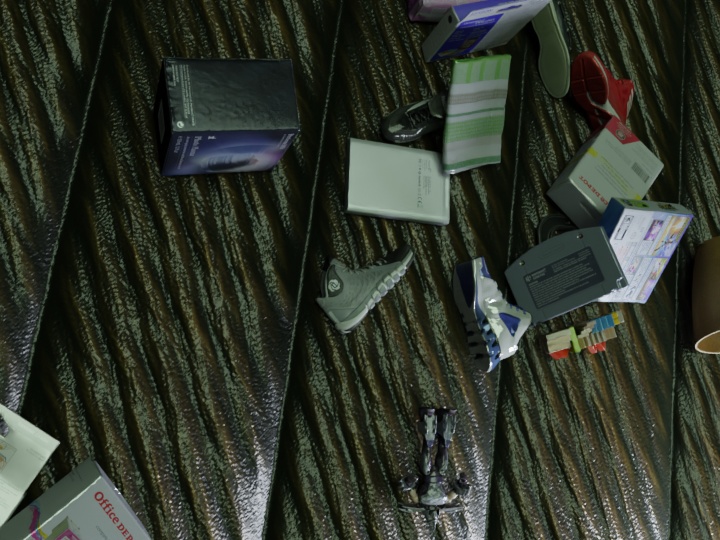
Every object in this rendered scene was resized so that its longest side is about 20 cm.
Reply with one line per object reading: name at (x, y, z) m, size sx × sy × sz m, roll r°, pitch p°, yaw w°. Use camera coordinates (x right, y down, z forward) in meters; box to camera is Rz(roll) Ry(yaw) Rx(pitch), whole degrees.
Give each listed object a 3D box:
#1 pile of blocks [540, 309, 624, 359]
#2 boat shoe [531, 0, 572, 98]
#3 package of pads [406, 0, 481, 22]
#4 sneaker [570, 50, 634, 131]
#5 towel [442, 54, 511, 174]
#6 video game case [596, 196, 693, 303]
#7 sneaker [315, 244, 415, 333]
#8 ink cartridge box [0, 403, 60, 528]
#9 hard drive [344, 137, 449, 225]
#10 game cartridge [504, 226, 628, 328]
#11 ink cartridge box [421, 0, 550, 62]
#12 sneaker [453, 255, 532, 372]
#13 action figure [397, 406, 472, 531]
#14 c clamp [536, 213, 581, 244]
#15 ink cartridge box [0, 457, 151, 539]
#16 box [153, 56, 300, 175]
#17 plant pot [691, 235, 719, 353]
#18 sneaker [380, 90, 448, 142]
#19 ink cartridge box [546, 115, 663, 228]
pile of blocks at (0.429, 0.126, 1.435) m, size 0.197 × 0.082 × 0.063 m, roll -15°, pitch 85°, yaw -22°
boat shoe at (0.392, -0.451, 1.535) m, size 0.065 × 0.074 × 0.203 m, roll -21°, pitch 95°, yaw -40°
package of pads at (0.184, -0.544, 1.476) m, size 0.196 × 0.076 × 0.123 m, roll -4°, pitch 79°, yaw -20°
sneaker at (0.488, -0.373, 1.542) m, size 0.116 × 0.077 × 0.201 m, roll -56°, pitch 131°, yaw -31°
towel at (0.212, -0.282, 1.388) m, size 0.147 × 0.031 × 0.204 m, roll -18°, pitch 123°, yaw -35°
video game case at (0.503, -0.034, 1.434) m, size 0.178 × 0.046 × 0.203 m, roll 2°, pitch 122°, yaw -27°
sneaker at (0.000, 0.000, 1.310) m, size 0.115 × 0.075 × 0.200 m, roll 44°, pitch 70°, yaw -4°
ink cartridge box at (-0.556, 0.264, 1.075) m, size 0.199 × 0.045 × 0.178 m, roll 37°, pitch 72°, yaw -10°
hard drive at (0.068, -0.159, 1.388) m, size 0.196 × 0.027 × 0.135 m, roll 6°, pitch 78°, yaw -19°
game cartridge at (0.367, 0.006, 1.389) m, size 0.041 × 0.198 × 0.135 m, roll -14°, pitch 79°, yaw -62°
ink cartridge box at (0.234, -0.461, 1.411) m, size 0.195 × 0.200 × 0.044 m, roll -18°, pitch 86°, yaw -22°
sneaker at (0.243, 0.071, 1.388) m, size 0.113 × 0.080 × 0.204 m, roll -14°, pitch 92°, yaw -25°
action figure at (0.123, 0.335, 1.296) m, size 0.128 × 0.069 × 0.205 m, roll 6°, pitch 81°, yaw -24°
c clamp at (0.412, -0.026, 1.491) m, size 0.196 × 0.027 × 0.175 m, roll -2°, pitch 76°, yaw -19°
ink cartridge box at (-0.409, 0.388, 1.065) m, size 0.199 × 0.084 × 0.146 m, roll -39°, pitch 114°, yaw -23°
box at (-0.215, -0.237, 1.207) m, size 0.194 × 0.200 × 0.126 m, roll -6°, pitch 81°, yaw -20°
plant pot at (0.738, 0.040, 1.527) m, size 0.183 × 0.187 × 0.204 m, roll 4°, pitch 64°, yaw -19°
sneaker at (0.130, -0.288, 1.400) m, size 0.197 × 0.090 × 0.068 m, roll -18°, pitch 85°, yaw -22°
ink cartridge box at (0.477, -0.177, 1.498) m, size 0.145 × 0.083 × 0.200 m, roll 44°, pitch 64°, yaw -4°
